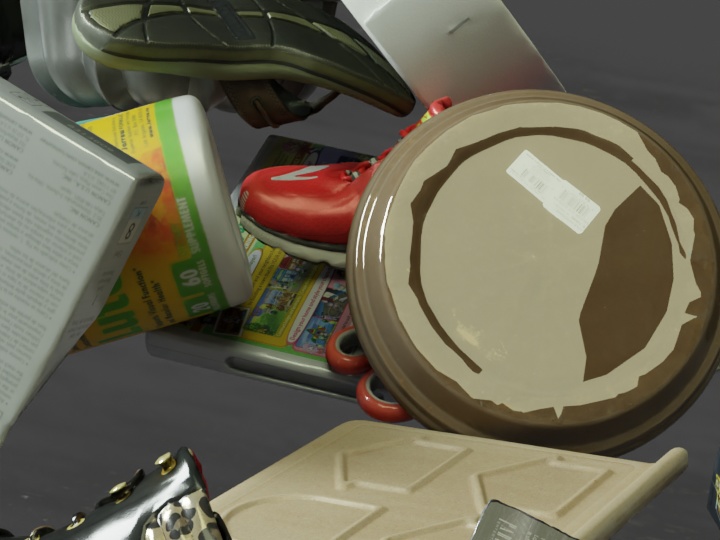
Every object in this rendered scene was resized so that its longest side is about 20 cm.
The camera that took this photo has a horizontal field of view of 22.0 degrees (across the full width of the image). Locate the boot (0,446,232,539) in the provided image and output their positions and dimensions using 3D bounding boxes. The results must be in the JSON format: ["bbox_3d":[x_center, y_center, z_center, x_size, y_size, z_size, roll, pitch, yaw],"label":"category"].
[{"bbox_3d":[-0.129,0.113,0.726,0.149,0.074,0.201,-25,46,-5],"label":"boot"}]

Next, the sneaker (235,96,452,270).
[{"bbox_3d":[0.029,-0.055,1.017,0.197,0.086,0.077,-3,37,-8],"label":"sneaker"}]

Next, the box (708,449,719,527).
[{"bbox_3d":[0.282,0.129,0.844,0.198,0.046,0.160,-9,38,-14],"label":"box"}]

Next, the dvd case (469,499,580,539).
[{"bbox_3d":[0.103,0.182,0.610,0.198,0.016,0.150,25,61,8],"label":"dvd case"}]

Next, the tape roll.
[{"bbox_3d":[0.037,-0.160,1.097,0.071,0.203,0.203,-37,41,7],"label":"tape roll"}]

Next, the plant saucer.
[{"bbox_3d":[0.091,-0.002,0.922,0.197,0.030,0.202,1,70,-2],"label":"plant saucer"}]

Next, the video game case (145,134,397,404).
[{"bbox_3d":[0.000,0.000,1.033,0.180,0.022,0.201,12,39,13],"label":"video game case"}]

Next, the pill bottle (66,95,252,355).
[{"bbox_3d":[-0.163,-0.011,0.950,0.198,0.112,0.112,-16,38,-1],"label":"pill bottle"}]

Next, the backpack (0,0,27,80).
[{"bbox_3d":[-0.304,-0.211,1.151,0.176,0.202,0.150,-21,23,-27],"label":"backpack"}]

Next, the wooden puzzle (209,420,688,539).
[{"bbox_3d":[0.023,0.117,0.806,0.198,0.047,0.185,0,13,31],"label":"wooden puzzle"}]

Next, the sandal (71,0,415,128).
[{"bbox_3d":[-0.064,-0.111,1.001,0.199,0.058,0.080,6,33,-26],"label":"sandal"}]

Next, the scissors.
[{"bbox_3d":[0.082,0.042,0.953,0.198,0.014,0.073,-8,36,-12],"label":"scissors"}]

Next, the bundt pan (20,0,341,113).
[{"bbox_3d":[-0.111,-0.134,1.112,0.199,0.077,0.202,3,6,0],"label":"bundt pan"}]

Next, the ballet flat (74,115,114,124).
[{"bbox_3d":[-0.183,-0.050,1.071,0.197,0.069,0.064,-1,65,0],"label":"ballet flat"}]

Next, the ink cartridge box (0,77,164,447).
[{"bbox_3d":[-0.207,0.004,0.880,0.159,0.201,0.047,30,10,9],"label":"ink cartridge box"}]
